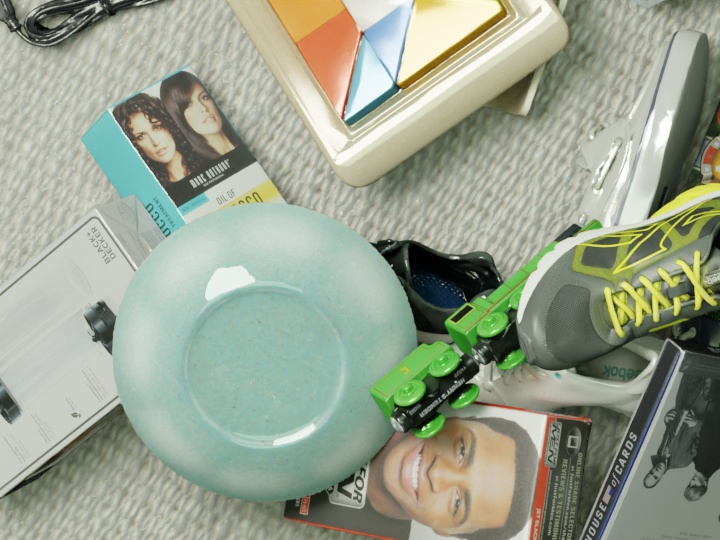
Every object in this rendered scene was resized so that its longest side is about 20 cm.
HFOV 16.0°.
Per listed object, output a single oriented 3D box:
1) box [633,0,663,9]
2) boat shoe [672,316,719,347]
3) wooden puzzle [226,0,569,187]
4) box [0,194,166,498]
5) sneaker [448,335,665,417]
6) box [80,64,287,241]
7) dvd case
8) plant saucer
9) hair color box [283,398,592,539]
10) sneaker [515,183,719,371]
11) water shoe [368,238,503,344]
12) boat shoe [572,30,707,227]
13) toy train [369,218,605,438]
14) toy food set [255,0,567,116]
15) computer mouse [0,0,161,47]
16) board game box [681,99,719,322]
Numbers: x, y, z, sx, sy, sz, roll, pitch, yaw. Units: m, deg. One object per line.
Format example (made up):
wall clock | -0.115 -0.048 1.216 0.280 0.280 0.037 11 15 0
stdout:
box | 0.165 -0.277 1.650 0.200 0.176 0.097 31 68 -15
boat shoe | 0.233 0.065 1.735 0.200 0.075 0.093 -41 79 -4
wooden puzzle | 0.014 -0.185 1.719 0.185 0.037 0.200 -35 80 9
box | -0.202 0.053 1.743 0.200 0.060 0.117 -39 85 24
sneaker | 0.124 0.061 1.706 0.199 0.088 0.076 -3 73 28
box | -0.097 -0.036 1.752 0.082 0.049 0.200 -33 86 -38
dvd case | 0.223 0.148 1.686 0.150 0.025 0.201 11 109 -35
plant saucer | -0.061 0.058 1.656 0.200 0.039 0.202 -1 103 -2
hair color box | 0.049 0.132 1.702 0.199 0.061 0.102 6 87 36
sneaker | 0.187 0.001 1.618 0.200 0.085 0.075 -31 110 -21
water shoe | 0.000 0.000 1.709 0.199 0.079 0.072 5 61 -29
boat shoe | 0.179 -0.070 1.733 0.065 0.072 0.201 19 96 19
toy train | 0.090 0.035 1.658 0.200 0.056 0.042 -39 120 -15
toy food set | 0.044 -0.203 1.756 0.199 0.060 0.144 19 91 5
computer mouse | -0.222 -0.257 1.791 0.140 0.046 0.201 -29 98 0
board game box | 0.273 -0.056 1.719 0.104 0.023 0.201 21 73 6
